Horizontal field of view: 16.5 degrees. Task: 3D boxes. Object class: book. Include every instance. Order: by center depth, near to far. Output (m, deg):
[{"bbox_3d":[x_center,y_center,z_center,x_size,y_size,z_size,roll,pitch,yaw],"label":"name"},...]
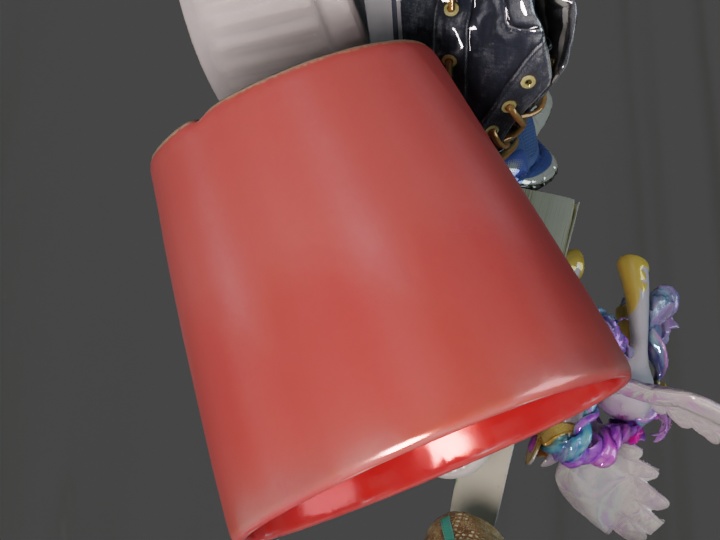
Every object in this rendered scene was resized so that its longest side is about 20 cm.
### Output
[{"bbox_3d":[0.092,0.053,1.529,0.200,0.048,0.134,-73,175,-61],"label":"book"}]

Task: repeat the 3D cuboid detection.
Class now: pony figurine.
[{"bbox_3d":[0.179,0.086,1.738,0.193,0.166,0.201,29,44,-24],"label":"pony figurine"}]

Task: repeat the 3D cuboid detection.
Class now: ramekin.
[{"bbox_3d":[-0.028,-0.155,1.292,0.202,0.094,0.204,-13,90,-74],"label":"ramekin"}]

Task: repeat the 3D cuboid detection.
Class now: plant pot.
[{"bbox_3d":[0.001,0.005,1.120,0.178,0.200,0.200,68,15,9],"label":"plant pot"}]

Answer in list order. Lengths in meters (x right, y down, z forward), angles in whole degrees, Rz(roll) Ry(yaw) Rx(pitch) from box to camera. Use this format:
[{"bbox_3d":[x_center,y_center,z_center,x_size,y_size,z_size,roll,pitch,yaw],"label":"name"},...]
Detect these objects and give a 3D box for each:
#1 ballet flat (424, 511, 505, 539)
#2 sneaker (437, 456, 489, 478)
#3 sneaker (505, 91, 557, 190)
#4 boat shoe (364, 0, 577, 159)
[{"bbox_3d":[0.087,0.204,1.439,0.065,0.070,0.200,-108,175,-45],"label":"ballet flat"},{"bbox_3d":[0.043,0.017,1.420,0.105,0.075,0.201,-2,78,-74],"label":"sneaker"},{"bbox_3d":[0.081,-0.104,1.672,0.089,0.078,0.200,56,17,-24],"label":"sneaker"},{"bbox_3d":[0.059,-0.077,1.204,0.071,0.090,0.201,-43,129,-57],"label":"boat shoe"}]
